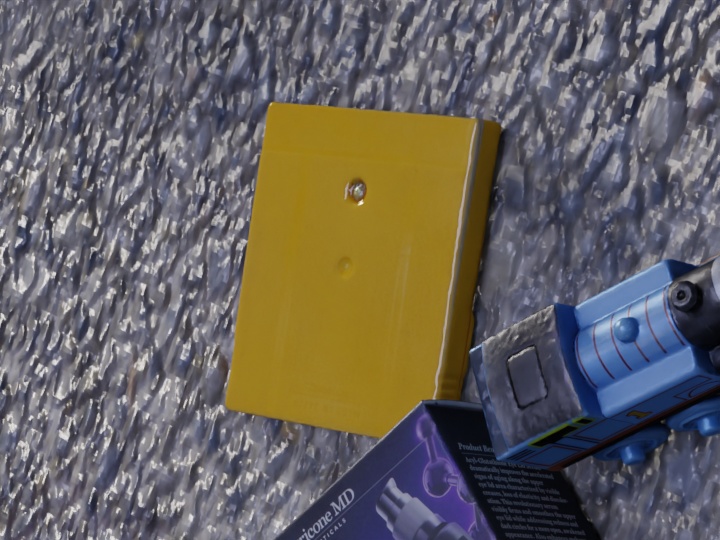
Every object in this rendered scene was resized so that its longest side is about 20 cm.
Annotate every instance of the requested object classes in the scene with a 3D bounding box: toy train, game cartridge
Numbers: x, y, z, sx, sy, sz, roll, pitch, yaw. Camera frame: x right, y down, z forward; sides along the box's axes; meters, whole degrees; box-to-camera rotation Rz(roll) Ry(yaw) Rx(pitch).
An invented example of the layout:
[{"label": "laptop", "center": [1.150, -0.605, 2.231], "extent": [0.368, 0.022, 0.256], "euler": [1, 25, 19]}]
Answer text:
[{"label": "toy train", "center": [0.160, 0.046, 1.438], "extent": [0.200, 0.114, 0.087], "euler": [-29, 65, 34]}, {"label": "game cartridge", "center": [0.000, 0.000, 1.643], "extent": [0.176, 0.032, 0.200], "euler": [8, 90, 41]}]

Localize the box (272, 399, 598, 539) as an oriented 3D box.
[{"label": "box", "center": [0.061, 0.196, 1.505], "extent": [0.148, 0.104, 0.200], "euler": [-46, 57, 26]}]
